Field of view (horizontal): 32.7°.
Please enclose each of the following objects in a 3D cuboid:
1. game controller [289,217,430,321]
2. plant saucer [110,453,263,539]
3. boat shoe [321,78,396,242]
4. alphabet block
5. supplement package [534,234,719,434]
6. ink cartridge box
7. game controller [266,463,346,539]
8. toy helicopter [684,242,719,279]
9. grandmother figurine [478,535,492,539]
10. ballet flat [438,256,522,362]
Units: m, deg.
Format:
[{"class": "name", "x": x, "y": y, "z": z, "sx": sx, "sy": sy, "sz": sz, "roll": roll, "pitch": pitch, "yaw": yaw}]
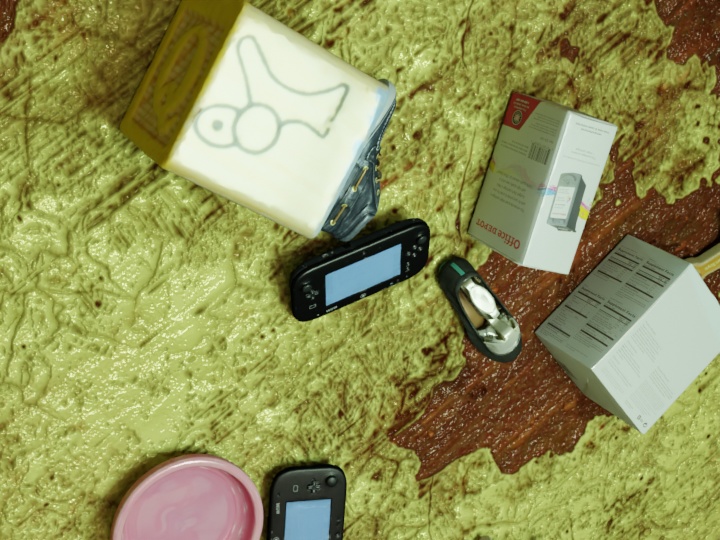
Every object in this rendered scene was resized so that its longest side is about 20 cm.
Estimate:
[{"class": "game controller", "x": 0.000, "y": 0.000, "z": 1.556, "sx": 0.199, "sy": 0.042, "sz": 0.105, "roll": -23, "pitch": 136, "yaw": -17}, {"class": "plant saucer", "x": -0.224, "y": 0.322, "z": 1.563, "sx": 0.199, "sy": 0.051, "sz": 0.203, "roll": -9, "pitch": 112, "yaw": -23}, {"class": "boat shoe", "x": 0.000, "y": -0.134, "z": 1.511, "sx": 0.091, "sy": 0.071, "sz": 0.201, "roll": 30, "pitch": 99, "yaw": -32}, {"class": "alphabet block", "x": -0.120, "y": -0.178, "z": 1.359, "sx": 0.199, "sy": 0.196, "sz": 0.197, "roll": 26, "pitch": 93, "yaw": -31}, {"class": "supplement package", "x": 0.387, "y": 0.087, "z": 1.727, "sx": 0.200, "sy": 0.151, "sz": 0.152, "roll": -45, "pitch": 120, "yaw": -5}, {"class": "ink cartridge box", "x": 0.232, "y": -0.115, "z": 1.583, "sx": 0.085, "sy": 0.148, "sz": 0.202, "roll": 10, "pitch": 104, "yaw": -27}, {"class": "game controller", "x": -0.075, "y": 0.354, "z": 1.645, "sx": 0.103, "sy": 0.042, "sz": 0.202, "roll": -4, "pitch": 108, "yaw": -25}, {"class": "toy helicopter", "x": 0.558, "y": -0.027, "z": 1.832, "sx": 0.199, "sy": 0.079, "sz": 0.133, "roll": -30, "pitch": 127, "yaw": -2}, {"class": "grandmother figurine", "x": 0.247, "y": 0.452, "z": 1.842, "sx": 0.199, "sy": 0.061, "sz": 0.121, "roll": 28, "pitch": 121, "yaw": -34}, {"class": "ballet flat", "x": 0.171, "y": 0.066, "z": 1.660, "sx": 0.068, "sy": 0.068, "sz": 0.200, "roll": -45, "pitch": 121, "yaw": -6}]
